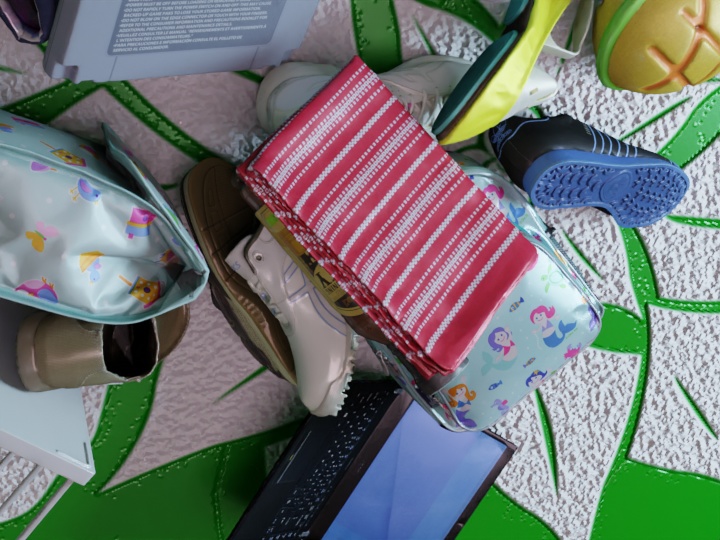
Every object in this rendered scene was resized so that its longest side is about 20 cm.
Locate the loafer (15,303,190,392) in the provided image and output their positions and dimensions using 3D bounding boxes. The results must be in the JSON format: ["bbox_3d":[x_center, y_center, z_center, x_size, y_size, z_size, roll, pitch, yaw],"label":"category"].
[{"bbox_3d":[-0.172,0.050,1.024,0.067,0.200,0.076,3,103,21],"label":"loafer"}]

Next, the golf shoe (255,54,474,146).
[{"bbox_3d":[0.025,-0.117,1.054,0.199,0.092,0.076,-6,113,-14],"label":"golf shoe"}]

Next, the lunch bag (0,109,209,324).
[{"bbox_3d":[-0.207,-0.041,0.979,0.199,0.170,0.122,14,100,-19],"label":"lunch bag"}]

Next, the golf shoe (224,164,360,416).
[{"bbox_3d":[-0.056,0.010,1.043,0.097,0.078,0.201,0,79,-22],"label":"golf shoe"}]

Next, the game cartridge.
[{"bbox_3d":[-0.111,-0.193,0.952,0.200,0.041,0.134,-11,146,-39],"label":"game cartridge"}]

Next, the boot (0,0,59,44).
[{"bbox_3d":[-0.220,-0.249,0.903,0.072,0.090,0.200,3,133,25],"label":"boot"}]

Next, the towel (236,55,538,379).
[{"bbox_3d":[0.026,-0.039,0.969,0.200,0.022,0.145,47,55,-7],"label":"towel"}]

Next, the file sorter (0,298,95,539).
[{"bbox_3d":[-0.292,0.097,1.000,0.139,0.200,0.125,33,107,-32],"label":"file sorter"}]

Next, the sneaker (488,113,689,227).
[{"bbox_3d":[0.185,-0.087,1.121,0.200,0.078,0.070,7,129,-45],"label":"sneaker"}]

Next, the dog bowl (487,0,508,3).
[{"bbox_3d":[0.089,-0.286,0.933,0.079,0.200,0.201,15,109,-17],"label":"dog bowl"}]

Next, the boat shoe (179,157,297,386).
[{"bbox_3d":[-0.090,0.008,1.091,0.072,0.066,0.201,-43,111,-36],"label":"boat shoe"}]

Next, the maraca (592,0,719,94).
[{"bbox_3d":[0.259,-0.207,1.068,0.200,0.107,0.137,-33,156,-15],"label":"maraca"}]

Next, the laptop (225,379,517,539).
[{"bbox_3d":[0.010,0.190,1.176,0.178,0.103,0.200,-58,154,13],"label":"laptop"}]

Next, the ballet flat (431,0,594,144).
[{"bbox_3d":[0.125,-0.164,1.035,0.067,0.067,0.200,33,72,-12],"label":"ballet flat"}]

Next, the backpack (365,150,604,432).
[{"bbox_3d":[0.078,0.013,1.099,0.177,0.151,0.200,-38,111,-2],"label":"backpack"}]

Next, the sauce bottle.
[{"bbox_3d":[0.000,0.000,0.990,0.065,0.065,0.200,-41,93,6],"label":"sauce bottle"}]
